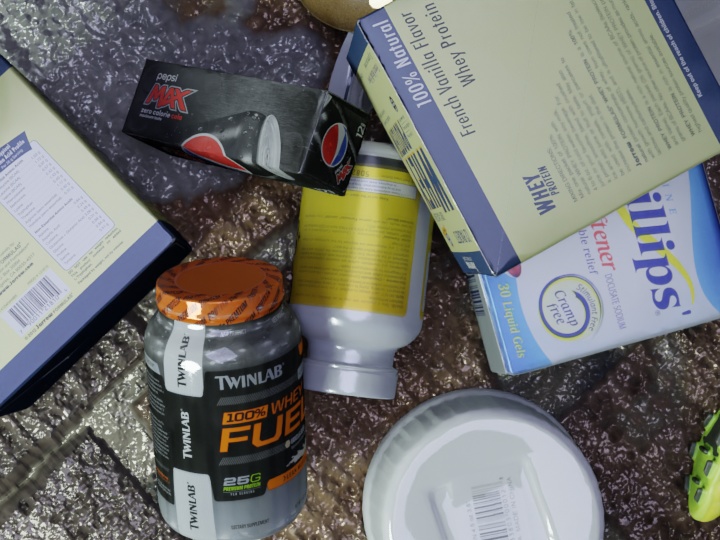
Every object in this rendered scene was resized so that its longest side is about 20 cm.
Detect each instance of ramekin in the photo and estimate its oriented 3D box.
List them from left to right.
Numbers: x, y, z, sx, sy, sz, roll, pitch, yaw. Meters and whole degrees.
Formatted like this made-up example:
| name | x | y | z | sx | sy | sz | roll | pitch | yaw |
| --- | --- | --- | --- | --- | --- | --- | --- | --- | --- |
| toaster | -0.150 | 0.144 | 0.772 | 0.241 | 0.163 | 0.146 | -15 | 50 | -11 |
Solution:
| name | x | y | z | sx | sy | sz | roll | pitch | yaw |
| --- | --- | --- | --- | --- | --- | --- | --- | --- | --- |
| ramekin | 0.103 | 0.200 | 0.928 | 0.199 | 0.098 | 0.202 | 0 | 87 | -3 |

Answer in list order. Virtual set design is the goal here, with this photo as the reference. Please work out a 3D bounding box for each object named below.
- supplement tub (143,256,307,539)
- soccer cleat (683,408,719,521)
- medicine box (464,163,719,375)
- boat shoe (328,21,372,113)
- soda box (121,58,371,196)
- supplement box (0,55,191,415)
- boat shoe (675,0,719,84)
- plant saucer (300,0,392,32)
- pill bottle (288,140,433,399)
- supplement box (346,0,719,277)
| name | x | y | z | sx | sy | sz | roll | pitch | yaw |
| --- | --- | --- | --- | --- | --- | --- | --- | --- | --- |
| supplement tub | -0.104 | 0.099 | 0.882 | 0.122 | 0.123 | 0.201 | -3 | 111 | -2 |
| soccer cleat | 0.341 | 0.127 | 0.958 | 0.083 | 0.065 | 0.201 | 26 | 86 | -3 |
| medicine box | 0.185 | -0.026 | 0.939 | 0.199 | 0.103 | 0.183 | -15 | 88 | -2 |
| boat shoe | 0.048 | -0.200 | 0.954 | 0.086 | 0.075 | 0.203 | 26 | 80 | 16 |
| soda box | -0.095 | -0.116 | 0.901 | 0.199 | 0.063 | 0.071 | 15 | 85 | 36 |
| supplement box | -0.278 | -0.025 | 0.896 | 0.200 | 0.134 | 0.200 | -44 | 90 | -5 |
| boat shoe | 0.265 | -0.242 | 0.915 | 0.075 | 0.062 | 0.200 | -28 | 117 | 1 |
| plant saucer | 0.022 | -0.291 | 0.926 | 0.199 | 0.035 | 0.201 | -11 | 65 | 24 |
| pill bottle | 0.000 | 0.000 | 0.926 | 0.111 | 0.112 | 0.201 | 7 | 87 | -2 |
| supplement box | 0.125 | -0.128 | 0.819 | 0.199 | 0.134 | 0.201 | -29 | 92 | -3 |
